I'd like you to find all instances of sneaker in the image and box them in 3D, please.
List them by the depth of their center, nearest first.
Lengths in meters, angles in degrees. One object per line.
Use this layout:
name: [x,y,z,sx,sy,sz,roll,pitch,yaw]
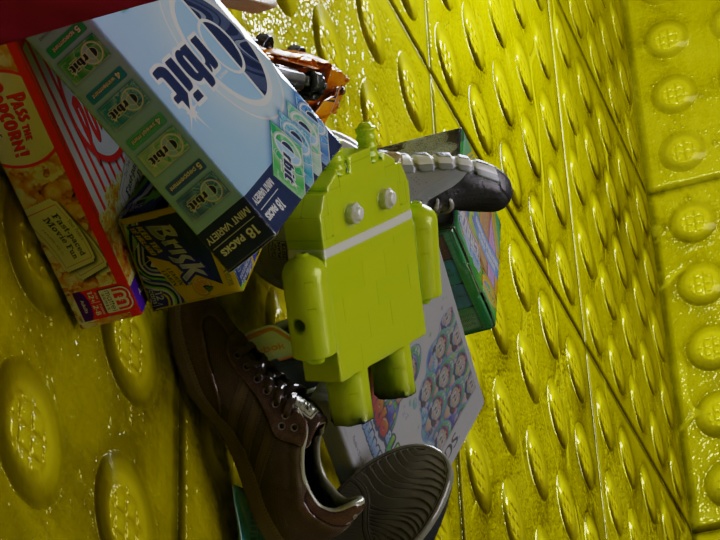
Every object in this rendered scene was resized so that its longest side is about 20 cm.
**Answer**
sneaker: [-0.062,0.096,1.462,0.201,0.075,0.070,64,23,-7]
sneaker: [0.003,0.221,1.529,0.200,0.075,0.106,-52,154,-12]
sneaker: [-0.039,0.077,1.595,0.200,0.078,0.080,25,43,-78]
sneaker: [0.028,-0.040,1.765,0.075,0.199,0.116,113,-16,-65]

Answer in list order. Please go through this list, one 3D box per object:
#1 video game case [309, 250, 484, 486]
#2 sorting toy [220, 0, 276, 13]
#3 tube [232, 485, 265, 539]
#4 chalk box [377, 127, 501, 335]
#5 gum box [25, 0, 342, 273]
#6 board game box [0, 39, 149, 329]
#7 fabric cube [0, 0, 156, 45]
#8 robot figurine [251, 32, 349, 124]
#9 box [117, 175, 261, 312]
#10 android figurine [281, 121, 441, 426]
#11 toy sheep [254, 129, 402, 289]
video game case: [0.032,0.099,1.589,0.182,0.024,0.201,-58,145,-35]
sorting toy: [-0.149,-0.280,1.500,0.200,0.069,0.200,-8,81,-73]
tube: [-0.046,0.202,1.543,0.200,0.050,0.078,19,57,-65]
chalk box: [0.050,-0.011,1.884,0.201,0.124,0.124,-81,153,-50]
gum box: [-0.108,-0.113,1.268,0.200,0.044,0.170,49,23,-8]
board game box: [-0.178,-0.089,1.308,0.152,0.046,0.201,-79,151,-56]
fabric cube: [-0.206,-0.231,1.053,0.200,0.198,0.198,16,63,-72]
robot figurine: [-0.083,-0.145,1.545,0.200,0.144,0.059,-10,119,-73]
box: [-0.095,-0.052,1.364,0.200,0.064,0.070,-70,144,-62]
android figurine: [0.000,0.000,1.453,0.182,0.041,0.201,-23,111,-56]
toy sheep: [-0.034,-0.043,1.607,0.200,0.137,0.139,-83,156,-71]
